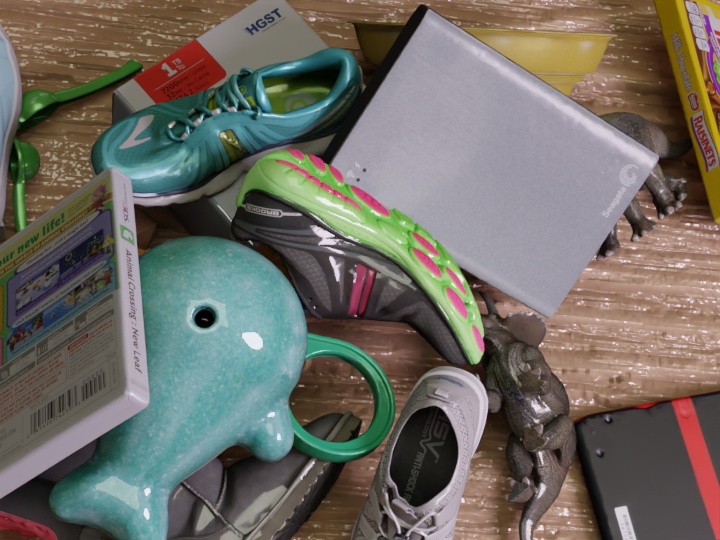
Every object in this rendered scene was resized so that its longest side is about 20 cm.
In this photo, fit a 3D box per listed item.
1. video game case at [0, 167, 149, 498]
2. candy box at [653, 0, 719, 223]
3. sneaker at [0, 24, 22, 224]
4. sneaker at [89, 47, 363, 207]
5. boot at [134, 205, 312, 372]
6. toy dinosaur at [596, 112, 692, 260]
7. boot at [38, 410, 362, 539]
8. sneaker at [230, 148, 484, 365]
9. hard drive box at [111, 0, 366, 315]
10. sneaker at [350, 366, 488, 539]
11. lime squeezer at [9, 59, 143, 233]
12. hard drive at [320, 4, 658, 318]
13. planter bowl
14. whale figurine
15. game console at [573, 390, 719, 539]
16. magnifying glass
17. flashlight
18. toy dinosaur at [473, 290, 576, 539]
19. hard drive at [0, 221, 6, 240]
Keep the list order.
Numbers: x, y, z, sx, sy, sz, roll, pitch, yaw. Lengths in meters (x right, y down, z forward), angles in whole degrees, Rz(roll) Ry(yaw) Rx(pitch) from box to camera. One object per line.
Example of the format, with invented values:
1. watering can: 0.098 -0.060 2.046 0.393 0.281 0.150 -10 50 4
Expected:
1. video game case: -0.212 0.054 0.951 0.200 0.022 0.182 -32 45 22
2. candy box: 0.291 -0.122 1.219 0.102 0.026 0.200 12 59 -41
3. sneaker: -0.279 -0.115 1.088 0.074 0.082 0.200 -7 66 -2
4. sneaker: -0.091 -0.107 1.063 0.200 0.080 0.078 -22 71 -17
5. boot: -0.146 0.035 1.054 0.201 0.071 0.144 34 39 18
6. toy dinosaur: 0.191 -0.076 1.171 0.200 0.077 0.102 -36 89 -18
7. boot: -0.123 0.114 1.055 0.200 0.073 0.182 35 63 15
8. sneaker: 0.000 0.000 1.043 0.200 0.084 0.077 37 24 -9
9. hard drive box: -0.061 -0.081 1.143 0.156 0.077 0.200 -38 76 -23
10. sneaker: 0.027 0.160 1.013 0.075 0.082 0.200 12 92 14
11. lime squeezer: -0.232 -0.087 1.149 0.071 0.038 0.200 35 60 -27
12. hard drive: 0.088 -0.072 1.078 0.200 0.033 0.140 29 102 -18
13. planter bowl: 0.088 -0.140 1.162 0.200 0.200 0.084 1 99 -8
14. whale figurine: -0.113 0.071 0.947 0.159 0.104 0.200 28 73 1
15. game console: 0.256 0.182 1.101 0.177 0.031 0.200 -11 67 -8
16. magnifying glass: -0.065 0.053 1.029 0.200 0.022 0.080 36 60 -2
17. flashlight: -0.230 0.158 0.997 0.200 0.068 0.068 17 63 9
18. toy dinosaur: 0.121 0.103 1.082 0.077 0.102 0.200 -26 84 26
19. hard drive: -0.355 -0.088 1.128 0.132 0.027 0.200 -21 71 -18
